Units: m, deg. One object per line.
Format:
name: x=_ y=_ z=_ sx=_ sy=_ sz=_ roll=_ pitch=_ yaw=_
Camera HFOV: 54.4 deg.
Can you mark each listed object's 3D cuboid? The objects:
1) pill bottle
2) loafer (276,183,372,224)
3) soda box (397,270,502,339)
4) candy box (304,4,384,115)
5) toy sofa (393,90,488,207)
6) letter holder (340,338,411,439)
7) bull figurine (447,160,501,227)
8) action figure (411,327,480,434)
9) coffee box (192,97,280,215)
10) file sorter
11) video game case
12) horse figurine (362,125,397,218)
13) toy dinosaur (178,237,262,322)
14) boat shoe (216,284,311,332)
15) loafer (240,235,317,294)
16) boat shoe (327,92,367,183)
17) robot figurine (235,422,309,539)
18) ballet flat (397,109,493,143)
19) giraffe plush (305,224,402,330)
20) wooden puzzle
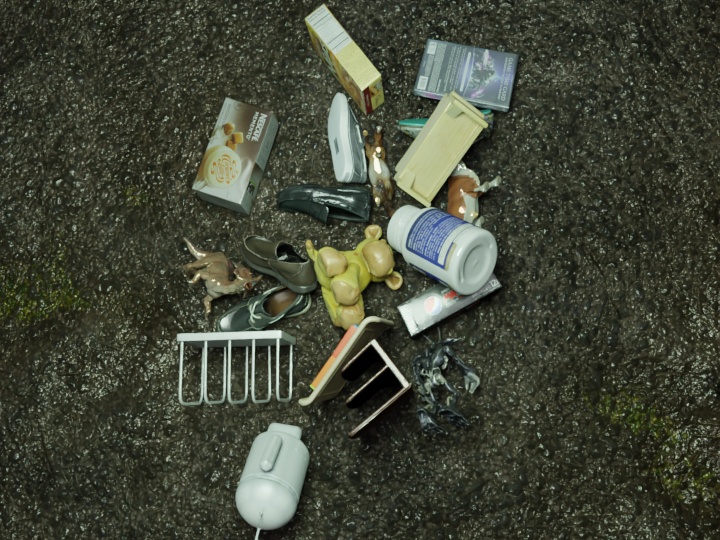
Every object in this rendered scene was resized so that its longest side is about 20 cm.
pill bottle: x=0.144 y=-0.047 z=1.291 sx=0.198 sy=0.120 sz=0.121 roll=31 pitch=81 yaw=44
loafer: x=-0.073 y=-0.130 z=1.402 sx=0.194 sy=0.068 sz=0.072 roll=2 pitch=69 yaw=3
soda box: x=0.168 y=0.055 z=1.335 sx=0.196 sy=0.071 sz=0.065 roll=-28 pitch=77 yaw=0
candy box: x=-0.031 y=-0.430 z=1.439 sx=0.055 sy=0.116 sz=0.202 roll=-36 pitch=77 yaw=-4
toy sofa: x=0.151 y=-0.233 z=1.344 sx=0.082 sy=0.098 sz=0.202 roll=31 pitch=109 yaw=-14
letter holder: x=0.011 y=0.218 z=1.250 sx=0.141 sy=0.200 sz=0.101 roll=-40 pitch=77 yaw=-4
bull figurine: x=0.207 y=-0.132 z=1.363 sx=0.120 sy=0.064 sz=0.207 roll=-2 pitch=83 yaw=51
action figure: x=0.150 y=0.206 z=1.291 sx=0.117 sy=0.102 sz=0.203 roll=-28 pitch=33 yaw=27
coffee box: x=-0.251 y=-0.233 z=1.437 sx=0.111 sy=0.080 sz=0.205 roll=18 pitch=80 yaw=9
file sorter: x=-0.228 y=0.185 z=1.316 sx=0.193 sy=0.139 sz=0.129 roll=-3 pitch=80 yaw=5
video game case: x=0.218 y=-0.402 z=1.437 sx=0.194 sy=0.019 sz=0.146 roll=13 pitch=64 yaw=8
horse figurine: x=0.040 y=-0.192 z=1.388 sx=0.048 sy=0.133 sz=0.206 roll=-13 pitch=89 yaw=5
toy dinosaur: x=-0.278 y=0.004 z=1.391 sx=0.133 sy=0.087 sz=0.201 roll=-29 pitch=56 yaw=-12
boat shoe: x=-0.195 y=0.075 z=1.373 sx=0.195 sy=0.068 sz=0.074 roll=-21 pitch=76 yaw=3
loafer: x=-0.155 y=-0.029 z=1.360 sx=0.197 sy=0.072 sz=0.073 roll=27 pitch=126 yaw=30
boat shoe: x=-0.021 y=-0.269 z=1.431 sx=0.066 sy=0.072 sz=0.205 roll=6 pitch=60 yaw=-27
robot figurine: x=-0.156 y=0.371 z=1.252 sx=0.109 sy=0.173 sz=0.202 roll=4 pitch=40 yaw=9
ballet flat: x=0.173 y=-0.277 z=1.412 sx=0.194 sy=0.072 sz=0.074 roll=-6 pitch=77 yaw=4
giraffe plush: x=0.000 y=0.000 z=1.334 sx=0.158 sy=0.200 sz=0.177 roll=-21 pitch=115 yaw=-14
wooden puzzle: x=-0.025 y=0.158 z=1.263 sx=0.037 sy=0.185 sz=0.201 roll=40 pitch=93 yaw=13
